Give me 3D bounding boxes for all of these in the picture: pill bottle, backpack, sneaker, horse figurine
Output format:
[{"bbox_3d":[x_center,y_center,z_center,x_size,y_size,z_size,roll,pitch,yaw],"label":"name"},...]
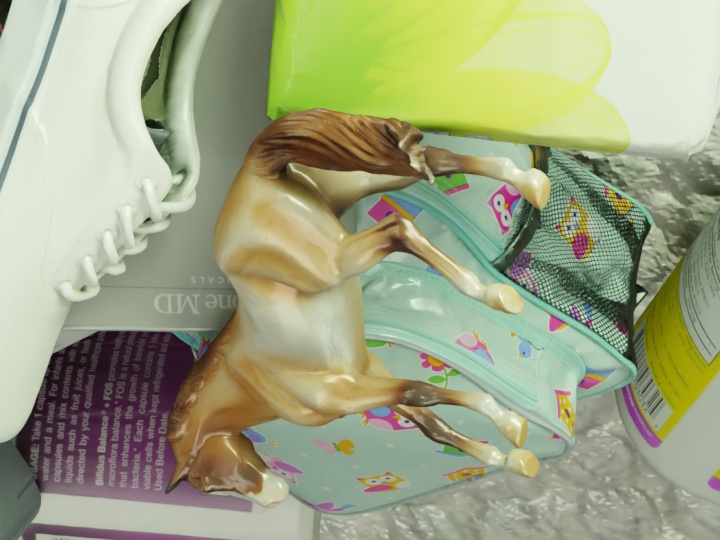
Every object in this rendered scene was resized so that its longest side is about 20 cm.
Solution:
[{"bbox_3d":[-0.116,0.081,1.360,0.199,0.112,0.112,5,145,2],"label":"pill bottle"},{"bbox_3d":[0.000,0.000,1.198,0.176,0.154,0.200,-18,131,38],"label":"backpack"},{"bbox_3d":[-0.095,-0.028,0.988,0.071,0.200,0.073,20,-166,18],"label":"sneaker"},{"bbox_3d":[-0.005,0.010,0.983,0.132,0.050,0.200,13,137,15],"label":"horse figurine"},{"bbox_3d":[0.187,0.011,1.219,0.104,0.104,0.200,14,145,-12],"label":"pill bottle"}]

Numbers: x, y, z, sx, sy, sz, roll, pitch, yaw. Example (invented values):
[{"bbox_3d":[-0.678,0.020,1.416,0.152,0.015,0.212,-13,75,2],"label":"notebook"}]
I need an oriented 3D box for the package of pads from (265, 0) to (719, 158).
[{"bbox_3d":[0.054,-0.141,0.963,0.154,0.068,0.200,6,103,-2],"label":"package of pads"}]

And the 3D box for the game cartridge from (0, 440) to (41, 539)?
[{"bbox_3d":[-0.212,0.045,1.236,0.041,0.133,0.200,-32,97,17],"label":"game cartridge"}]

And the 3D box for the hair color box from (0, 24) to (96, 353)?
[{"bbox_3d":[-0.163,-0.028,1.077,0.101,0.061,0.200,-26,151,-9],"label":"hair color box"}]

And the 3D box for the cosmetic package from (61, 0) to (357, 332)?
[{"bbox_3d":[-0.056,-0.080,1.054,0.107,0.201,0.090,-1,-171,7],"label":"cosmetic package"}]
